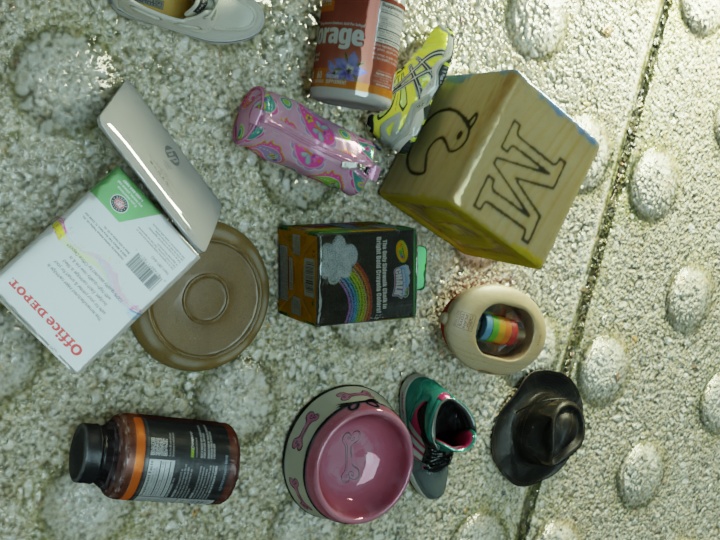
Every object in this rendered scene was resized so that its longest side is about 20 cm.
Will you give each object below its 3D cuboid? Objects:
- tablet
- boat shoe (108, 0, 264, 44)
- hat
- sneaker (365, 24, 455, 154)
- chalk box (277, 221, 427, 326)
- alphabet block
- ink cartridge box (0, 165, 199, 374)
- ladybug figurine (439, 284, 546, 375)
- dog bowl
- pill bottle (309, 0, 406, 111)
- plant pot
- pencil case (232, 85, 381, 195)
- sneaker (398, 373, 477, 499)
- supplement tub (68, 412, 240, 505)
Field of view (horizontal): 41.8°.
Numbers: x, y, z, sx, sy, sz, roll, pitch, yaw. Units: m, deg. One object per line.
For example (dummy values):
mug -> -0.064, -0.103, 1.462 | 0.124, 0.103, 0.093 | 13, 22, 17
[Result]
tablet -> -0.237, -0.127, 1.138 | 0.014, 0.131, 0.201 | -26, 116, 18
boat shoe -> -0.202, -0.323, 1.148 | 0.198, 0.070, 0.072 | 7, 94, -31
hat -> 0.313, 0.267, 1.535 | 0.199, 0.081, 0.203 | -6, 102, -30
sneaker -> 0.073, -0.265, 1.317 | 0.076, 0.075, 0.202 | 25, 73, -5
chalk box -> 0.000, 0.000, 1.288 | 0.198, 0.124, 0.126 | -3, 99, -31
alphabet block -> 0.181, -0.142, 1.332 | 0.195, 0.195, 0.202 | 32, 81, -28
ink cartridge box -> -0.314, 0.000, 1.111 | 0.200, 0.084, 0.145 | -45, 105, -15
ladybug figurine -> 0.196, 0.087, 1.444 | 0.198, 0.072, 0.137 | 18, 89, -32
dog bowl -> -0.009, 0.271, 1.353 | 0.198, 0.074, 0.203 | -5, 100, -29
pill bottle -> 0.000, -0.319, 1.242 | 0.111, 0.112, 0.203 | 6, 94, -31
plant pot -> -0.205, 0.036, 1.229 | 0.198, 0.027, 0.203 | -6, 101, -30
pencil case -> -0.070, -0.168, 1.243 | 0.199, 0.087, 0.088 | 23, 86, -30
sneaker -> 0.122, 0.261, 1.400 | 0.083, 0.120, 0.202 | -17, 106, -27
supplement tub -> -0.258, 0.235, 1.183 | 0.198, 0.107, 0.108 | 12, 92, -30
